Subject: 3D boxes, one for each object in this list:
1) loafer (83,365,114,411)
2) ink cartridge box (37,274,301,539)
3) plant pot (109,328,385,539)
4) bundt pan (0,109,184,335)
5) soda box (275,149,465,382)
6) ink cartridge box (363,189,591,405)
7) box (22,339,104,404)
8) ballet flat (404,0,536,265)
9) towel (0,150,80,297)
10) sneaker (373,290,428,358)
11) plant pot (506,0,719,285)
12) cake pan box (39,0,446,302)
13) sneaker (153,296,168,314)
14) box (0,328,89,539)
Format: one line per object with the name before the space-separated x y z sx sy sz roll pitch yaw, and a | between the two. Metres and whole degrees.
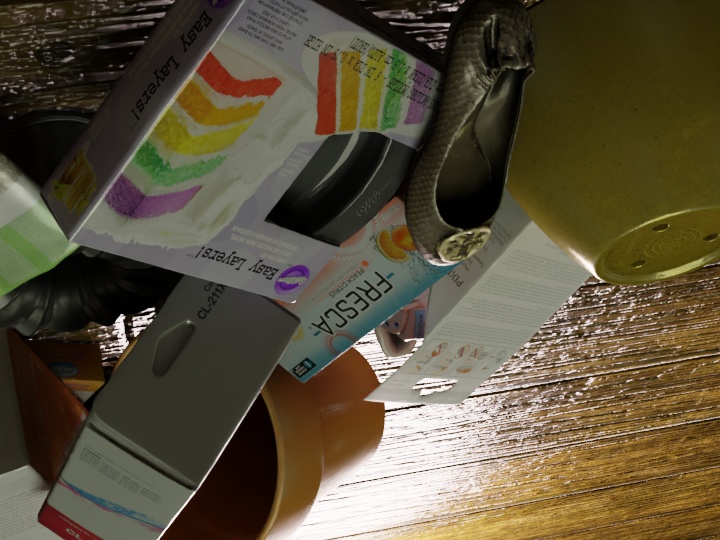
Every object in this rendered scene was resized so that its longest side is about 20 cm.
loafer | -0.223 0.139 1.222 0.070 0.068 0.201 -42 162 -31
ink cartridge box | -0.133 0.103 0.907 0.083 0.146 0.200 34 147 -3
plant pot | -0.081 0.128 1.130 0.200 0.200 0.183 -33 166 36
bundt pan | -0.195 -0.019 0.876 0.202 0.076 0.202 -10 155 -5
soda box | 0.000 0.000 0.965 0.068 0.064 0.200 41 132 -12
ink cartridge box | 0.096 0.022 1.040 0.200 0.047 0.160 -47 153 18
box | -0.314 0.118 1.147 0.119 0.042 0.200 6 147 -35
ballet flat | 0.070 -0.074 0.805 0.067 0.046 0.200 -18 138 -29
towel | -0.271 -0.043 0.750 0.149 0.031 0.200 -28 127 30
sneaker | 0.046 0.005 1.034 0.075 0.087 0.200 -5 153 -12
plant pot | 0.178 -0.075 0.862 0.200 0.142 0.200 -11 156 -5
cake pan box | -0.055 -0.076 0.777 0.184 0.052 0.200 -48 144 17
sneaker | -0.073 -0.004 0.959 0.200 0.075 0.082 -38 178 39
box | -0.269 0.149 1.039 0.097 0.125 0.200 -20 150 1
